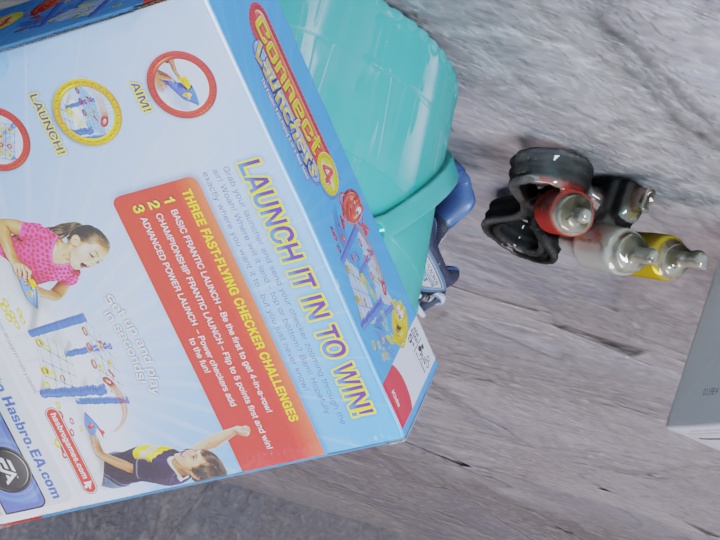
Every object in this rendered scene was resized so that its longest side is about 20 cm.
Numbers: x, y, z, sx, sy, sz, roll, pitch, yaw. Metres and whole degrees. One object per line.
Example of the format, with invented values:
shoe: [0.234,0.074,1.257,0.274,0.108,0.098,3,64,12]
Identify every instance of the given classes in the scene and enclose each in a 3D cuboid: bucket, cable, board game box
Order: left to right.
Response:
board game box: [-0.098,-0.010,0.985,0.195,0.056,0.200,-13,114,24]
bucket: [-0.056,-0.043,1.120,0.207,0.135,0.207,15,160,6]
cable: [0.092,-0.021,1.265,0.097,0.050,0.200,24,167,-19]

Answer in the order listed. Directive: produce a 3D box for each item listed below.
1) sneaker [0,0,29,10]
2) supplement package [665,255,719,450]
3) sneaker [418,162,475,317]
sneaker: [-0.224,-0.125,1.040,0.199,0.087,0.078,-4,173,-3]
supplement package: [0.269,0.059,1.197,0.200,0.110,0.114,23,169,-16]
sneaker: [0.000,0.000,1.253,0.085,0.200,0.077,-1,129,27]
